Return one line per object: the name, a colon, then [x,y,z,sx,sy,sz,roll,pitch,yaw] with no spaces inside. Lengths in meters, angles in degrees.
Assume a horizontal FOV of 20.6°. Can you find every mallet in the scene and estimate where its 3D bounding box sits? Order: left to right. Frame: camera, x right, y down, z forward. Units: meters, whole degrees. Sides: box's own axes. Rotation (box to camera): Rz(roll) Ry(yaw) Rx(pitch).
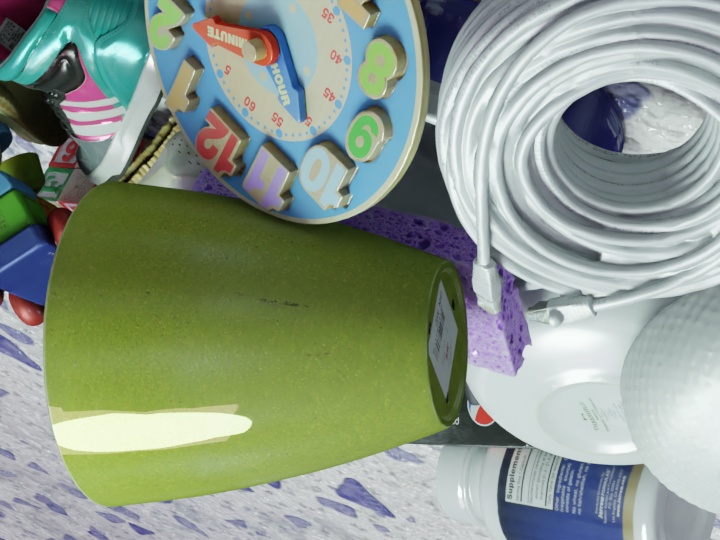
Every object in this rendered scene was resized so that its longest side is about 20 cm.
mallet: [0.058,0.012,1.311,0.041,0.066,0.200,31,162,43]

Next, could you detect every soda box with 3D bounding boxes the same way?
soda box: [0.091,0.100,1.473,0.071,0.063,0.200,6,174,-41]

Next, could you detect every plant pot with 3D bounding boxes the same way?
plant pot: [-0.047,0.042,1.113,0.200,0.187,0.187,0,151,18]

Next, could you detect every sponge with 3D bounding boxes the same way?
sponge: [0.000,0.000,1.195,0.200,0.030,0.112,15,149,25]

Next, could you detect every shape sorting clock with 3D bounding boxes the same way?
shape sorting clock: [-0.044,-0.120,1.044,0.200,0.039,0.200,24,126,36]

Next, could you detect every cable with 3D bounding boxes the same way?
cable: [0.137,-0.070,0.979,0.200,0.069,0.200,-8,130,12]

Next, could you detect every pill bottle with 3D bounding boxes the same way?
pill bottle: [0.161,0.167,1.518,0.200,0.111,0.111,6,152,38]

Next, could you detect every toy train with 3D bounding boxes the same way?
toy train: [-0.216,-0.029,1.360,0.116,0.085,0.200,61,-172,16]

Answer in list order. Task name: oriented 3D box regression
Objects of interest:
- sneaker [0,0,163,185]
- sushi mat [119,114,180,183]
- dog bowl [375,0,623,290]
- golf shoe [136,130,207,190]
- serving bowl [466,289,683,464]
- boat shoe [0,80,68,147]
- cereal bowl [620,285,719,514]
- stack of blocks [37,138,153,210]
sneaker: [-0.184,-0.125,1.244,0.121,0.084,0.200,22,150,-9]
sushi mat: [-0.102,-0.022,1.392,0.012,0.096,0.200,34,170,44]
dog bowl: [0.047,-0.073,1.142,0.200,0.079,0.200,20,158,9]
golf shoe: [-0.099,-0.035,1.307,0.075,0.092,0.200,44,170,25]
serving bowl: [0.158,0.068,1.270,0.200,0.066,0.200,6,143,5]
boat shoe: [-0.257,-0.146,1.297,0.063,0.073,0.201,11,163,29]
cereal bowl: [0.258,0.088,1.175,0.200,0.083,0.200,-2,137,-2]
stack of blocks: [-0.134,-0.018,1.468,0.115,0.059,0.200,6,151,38]
